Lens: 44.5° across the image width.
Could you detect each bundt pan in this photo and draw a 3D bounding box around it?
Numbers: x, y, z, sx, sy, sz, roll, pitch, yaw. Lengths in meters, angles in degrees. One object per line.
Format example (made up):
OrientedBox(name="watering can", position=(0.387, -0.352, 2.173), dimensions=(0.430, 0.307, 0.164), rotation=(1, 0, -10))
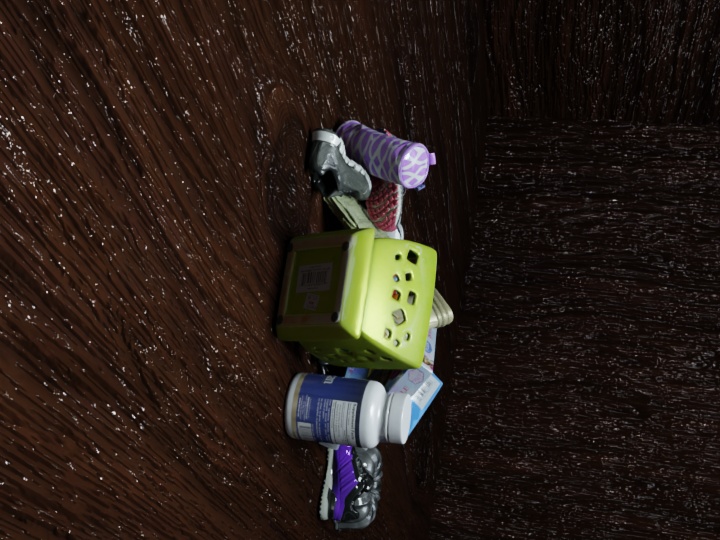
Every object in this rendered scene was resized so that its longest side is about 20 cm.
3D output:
OrientedBox(name="bundt pan", position=(0.000, 0.465, 1.905), dimensions=(0.202, 0.075, 0.205), rotation=(5, 90, -76))

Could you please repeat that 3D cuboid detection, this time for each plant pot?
OrientedBox(name="plant pot", position=(-0.016, 0.039, 1.392), dimensions=(0.181, 0.198, 0.202), rotation=(24, 69, -46))

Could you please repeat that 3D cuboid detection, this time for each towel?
OrientedBox(name="towel", position=(0.005, -0.086, 1.634), dimensions=(0.149, 0.036, 0.200), rotation=(52, 10, 12))

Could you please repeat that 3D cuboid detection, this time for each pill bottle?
OrientedBox(name="pill bottle", position=(-0.019, 0.236, 1.475), dimensions=(0.111, 0.197, 0.113), rotation=(5, 90, -77))

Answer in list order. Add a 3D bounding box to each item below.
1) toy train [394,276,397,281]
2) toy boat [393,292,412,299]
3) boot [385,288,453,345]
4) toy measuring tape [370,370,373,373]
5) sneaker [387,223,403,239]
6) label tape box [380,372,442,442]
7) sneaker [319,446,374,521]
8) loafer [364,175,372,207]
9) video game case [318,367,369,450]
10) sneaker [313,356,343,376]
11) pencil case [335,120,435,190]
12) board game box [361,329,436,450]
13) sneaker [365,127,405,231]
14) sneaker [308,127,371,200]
OrientedBox(name="toy train", position=(0.000, 0.000, 1.647), dimensions=(0.056, 0.149, 0.200), rotation=(64, 11, 15))
OrientedBox(name="toy boat", position=(0.080, 0.073, 1.983), dimensions=(0.201, 0.129, 0.132), rotation=(78, 21, -51))
OrientedBox(name="boot", position=(0.062, 0.074, 1.598), dimensions=(0.200, 0.154, 0.074), rotation=(29, -43, 61))
OrientedBox(name="toy measuring tape", position=(0.031, 0.206, 1.844), dimensions=(0.074, 0.073, 0.201), rotation=(-71, 178, -46))
OrientedBox(name="sneaker", position=(0.047, -0.124, 1.892), dimensions=(0.129, 0.078, 0.202), rotation=(22, 73, -75))
OrientedBox(name="label tape box", position=(0.059, 0.265, 1.739), dimensions=(0.145, 0.063, 0.200), rotation=(-52, -168, -24))
OrientedBox(name="sneaker", position=(-0.017, 0.398, 1.750), dimensions=(0.070, 0.098, 0.203), rotation=(59, 38, -71))
OrientedBox(name="loafer", position=(0.040, -0.173, 1.711), dimensions=(0.073, 0.071, 0.202), rotation=(32, 37, -59))
OrientedBox(name="video game case", position=(-0.016, 0.211, 1.688), dimensions=(0.201, 0.045, 0.183), rotation=(-71, 180, -47))
OrientedBox(name="sneaker", position=(-0.051, 0.128, 1.578), dimensions=(0.201, 0.071, 0.084), rotation=(79, 22, -49))
OrientedBox(name="pencil case", position=(0.038, -0.211, 1.567), dimensions=(0.085, 0.199, 0.085), rotation=(-35, 133, -29))
OrientedBox(name="board game box", position=(0.062, 0.198, 1.608), dimensions=(0.200, 0.041, 0.200), rotation=(-52, -173, 21))
OrientedBox(name="sneaker", position=(0.059, -0.167, 1.640), dimensions=(0.074, 0.080, 0.203), rotation=(21, 61, -44))
OrientedBox(name="sneaker", position=(-0.041, -0.157, 1.520), dimensions=(0.200, 0.066, 0.092), rotation=(48, 55, -57))
